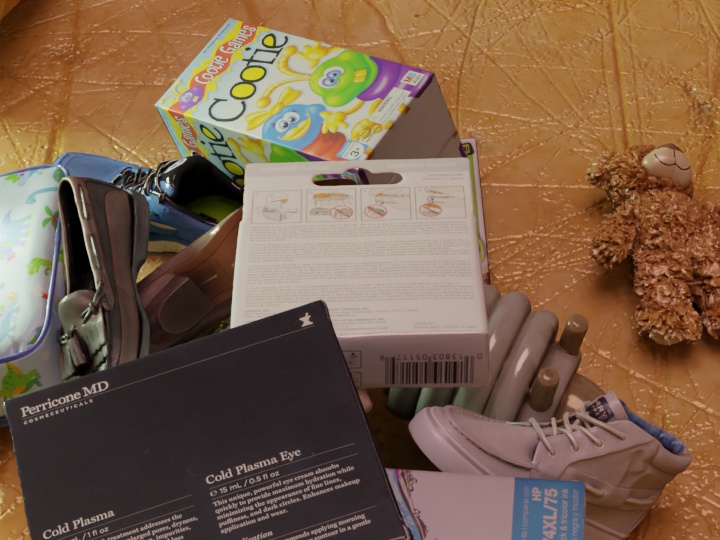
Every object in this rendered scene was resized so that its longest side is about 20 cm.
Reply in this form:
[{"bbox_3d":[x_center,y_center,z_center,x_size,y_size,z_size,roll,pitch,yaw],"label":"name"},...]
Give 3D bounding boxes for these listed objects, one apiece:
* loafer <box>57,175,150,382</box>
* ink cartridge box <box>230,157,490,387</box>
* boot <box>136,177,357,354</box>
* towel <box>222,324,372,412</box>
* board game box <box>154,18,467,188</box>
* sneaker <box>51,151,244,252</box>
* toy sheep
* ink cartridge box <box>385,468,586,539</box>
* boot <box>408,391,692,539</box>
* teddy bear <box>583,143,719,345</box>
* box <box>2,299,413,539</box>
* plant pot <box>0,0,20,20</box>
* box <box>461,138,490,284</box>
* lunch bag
[{"bbox_3d":[-0.184,0.021,1.306,0.063,0.072,0.200,26,43,-31],"label":"loafer"},{"bbox_3d":[0.000,0.000,1.270,0.162,0.057,0.200,-1,32,0],"label":"ink cartridge box"},{"bbox_3d":[-0.102,0.000,1.386,0.200,0.146,0.070,-32,97,-19],"label":"boot"},{"bbox_3d":[-0.113,0.105,1.266,0.200,0.032,0.191,-30,23,-15],"label":"towel"},{"bbox_3d":[-0.037,-0.102,1.457,0.200,0.103,0.105,19,60,34],"label":"board game box"},{"bbox_3d":[-0.146,-0.060,1.472,0.199,0.089,0.079,16,49,15],"label":"sneaker"},{"bbox_3d":[0.081,0.068,1.321,0.200,0.138,0.138,27,53,12],"label":"toy sheep"},{"bbox_3d":[0.033,0.220,1.176,0.199,0.147,0.146,4,48,5],"label":"ink cartridge box"},{"bbox_3d":[0.126,0.108,1.237,0.096,0.200,0.074,-49,42,16],"label":"boot"},{"bbox_3d":[0.237,-0.024,1.444,0.145,0.067,0.200,6,49,4],"label":"teddy bear"},{"bbox_3d":[-0.082,0.139,1.087,0.199,0.104,0.182,-17,47,-3],"label":"box"},{"bbox_3d":[-0.352,-0.276,1.620,0.200,0.201,0.183,23,37,21],"label":"plant pot"},{"bbox_3d":[0.041,-0.017,1.465,0.110,0.035,0.200,-3,48,0],"label":"box"},{"bbox_3d":[-0.271,0.022,1.392,0.160,0.083,0.200,-14,45,13],"label":"lunch bag"}]
